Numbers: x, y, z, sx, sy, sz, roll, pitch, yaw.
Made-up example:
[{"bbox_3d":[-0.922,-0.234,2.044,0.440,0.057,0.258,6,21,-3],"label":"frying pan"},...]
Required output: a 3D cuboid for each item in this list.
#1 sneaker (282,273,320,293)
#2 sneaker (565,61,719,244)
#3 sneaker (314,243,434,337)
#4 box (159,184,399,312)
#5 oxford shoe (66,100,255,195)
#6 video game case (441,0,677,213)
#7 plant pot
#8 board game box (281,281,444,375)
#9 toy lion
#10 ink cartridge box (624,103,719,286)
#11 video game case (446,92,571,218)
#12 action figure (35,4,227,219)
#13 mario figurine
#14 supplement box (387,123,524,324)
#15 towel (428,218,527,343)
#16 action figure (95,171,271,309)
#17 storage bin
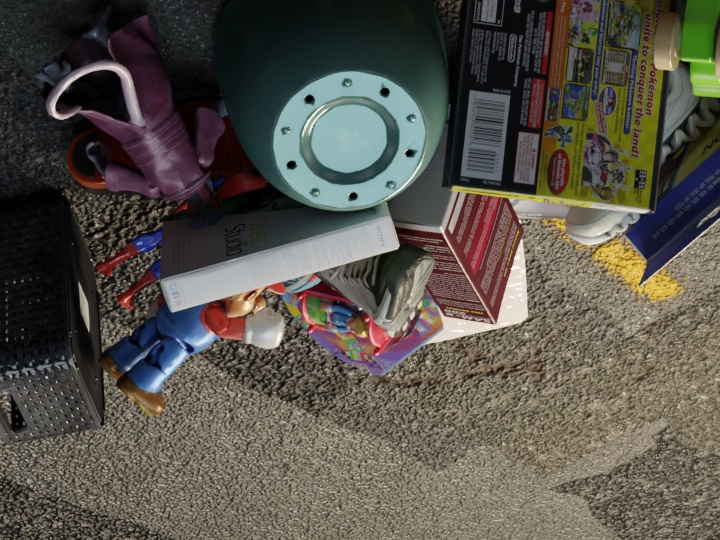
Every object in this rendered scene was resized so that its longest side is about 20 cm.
[{"bbox_3d":[-0.059,-0.060,1.402,0.095,0.079,0.200,-1,134,-39],"label":"sneaker"},{"bbox_3d":[0.250,-0.114,1.380,0.200,0.075,0.081,-53,128,-10],"label":"sneaker"},{"bbox_3d":[0.000,0.000,1.337,0.115,0.075,0.200,34,167,8],"label":"sneaker"},{"bbox_3d":[-0.073,-0.035,1.273,0.200,0.144,0.036,-15,115,0],"label":"box"},{"bbox_3d":[-0.165,-0.107,1.348,0.200,0.071,0.073,-6,165,-5],"label":"oxford shoe"},{"bbox_3d":[0.166,-0.155,1.221,0.180,0.200,0.026,6,179,-10],"label":"video game case"},{"bbox_3d":[-0.017,-0.142,1.208,0.200,0.161,0.201,-4,124,-6],"label":"plant pot"},{"bbox_3d":[-0.014,0.044,1.494,0.158,0.039,0.200,42,142,-5],"label":"board game box"},{"bbox_3d":[0.297,-0.242,1.222,0.069,0.192,0.200,8,106,20],"label":"toy lion"},{"bbox_3d":[0.330,-0.102,1.374,0.047,0.200,0.198,42,127,-3],"label":"ink cartridge box"},{"bbox_3d":[0.107,-0.105,1.390,0.143,0.019,0.200,2,152,35],"label":"video game case"},{"bbox_3d":[-0.169,-0.121,1.237,0.134,0.149,0.200,-36,115,-2],"label":"action figure"},{"bbox_3d":[-0.139,0.050,1.375,0.200,0.123,0.106,-43,173,-2],"label":"mario figurine"},{"bbox_3d":[0.091,-0.042,1.383,0.061,0.109,0.200,8,155,26],"label":"supplement box"},{"bbox_3d":[0.078,0.015,1.577,0.200,0.032,0.191,-12,141,-1],"label":"towel"},{"bbox_3d":[-0.156,-0.042,1.412,0.200,0.065,0.052,-35,169,5],"label":"action figure"},{"bbox_3d":[-0.301,0.045,1.379,0.094,0.200,0.135,-10,142,-1],"label":"storage bin"}]
